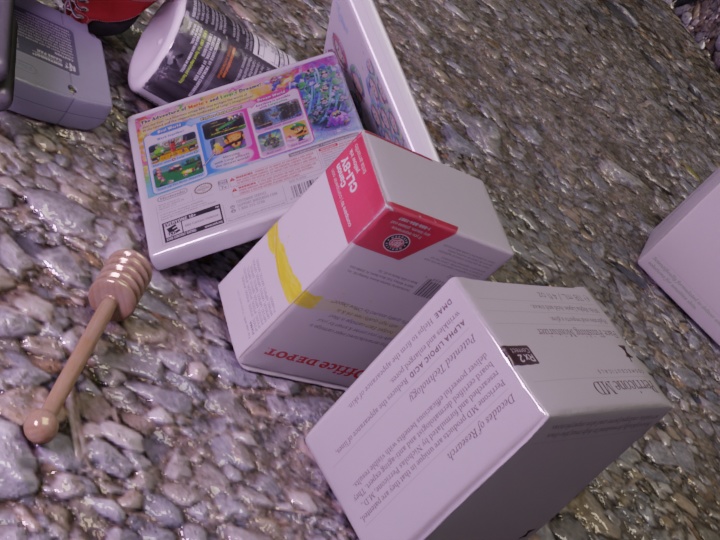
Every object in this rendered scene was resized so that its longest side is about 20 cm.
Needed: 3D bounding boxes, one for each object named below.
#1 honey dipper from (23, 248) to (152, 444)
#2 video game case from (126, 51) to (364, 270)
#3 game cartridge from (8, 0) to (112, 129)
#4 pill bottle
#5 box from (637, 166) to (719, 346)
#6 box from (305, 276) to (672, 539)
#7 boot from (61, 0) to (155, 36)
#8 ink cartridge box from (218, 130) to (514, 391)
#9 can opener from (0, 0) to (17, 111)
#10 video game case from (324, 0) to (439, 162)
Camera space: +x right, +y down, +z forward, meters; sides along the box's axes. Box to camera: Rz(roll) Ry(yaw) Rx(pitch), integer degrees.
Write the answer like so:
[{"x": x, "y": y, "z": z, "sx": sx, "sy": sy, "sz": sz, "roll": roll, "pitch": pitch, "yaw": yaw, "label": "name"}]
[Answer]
[{"x": -0.190, "y": 0.051, "z": 0.890, "sx": 0.038, "sy": 0.038, "sz": 0.201, "roll": 36, "pitch": 30, "yaw": -13, "label": "honey dipper"}, {"x": -0.094, "y": -0.098, "z": 1.086, "sx": 0.024, "sy": 0.197, "sz": 0.183, "roll": 73, "pitch": -1, "yaw": -47, "label": "video game case"}, {"x": -0.306, "y": -0.192, "z": 1.076, "sx": 0.198, "sy": 0.041, "sz": 0.134, "roll": 21, "pitch": 31, "yaw": -36, "label": "game cartridge"}, {"x": -0.114, "y": -0.173, "z": 1.224, "sx": 0.199, "sy": 0.106, "sz": 0.107, "roll": 28, "pitch": 31, "yaw": -27, "label": "pill bottle"}, {"x": 0.531, "y": -0.030, "z": 1.778, "sx": 0.199, "sy": 0.200, "sz": 0.171, "roll": 45, "pitch": 26, "yaw": 3, "label": "box"}, {"x": 0.100, "y": 0.120, "z": 0.999, "sx": 0.198, "sy": 0.200, "sz": 0.131, "roll": 4, "pitch": 45, "yaw": -51, "label": "box"}, {"x": -0.255, "y": -0.259, "z": 1.128, "sx": 0.199, "sy": 0.143, "sz": 0.073, "roll": 2, "pitch": 68, "yaw": -50, "label": "boot"}, {"x": 0.000, "y": 0.000, "z": 1.027, "sx": 0.144, "sy": 0.200, "sz": 0.084, "roll": 17, "pitch": 41, "yaw": -40, "label": "ink cartridge box"}, {"x": -0.308, "y": -0.201, "z": 1.015, "sx": 0.066, "sy": 0.054, "sz": 0.202, "roll": -2, "pitch": 44, "yaw": -10, "label": "can opener"}, {"x": 0.017, "y": -0.144, "z": 1.150, "sx": 0.182, "sy": 0.023, "sz": 0.202, "roll": 113, "pitch": -43, "yaw": -76, "label": "video game case"}]
